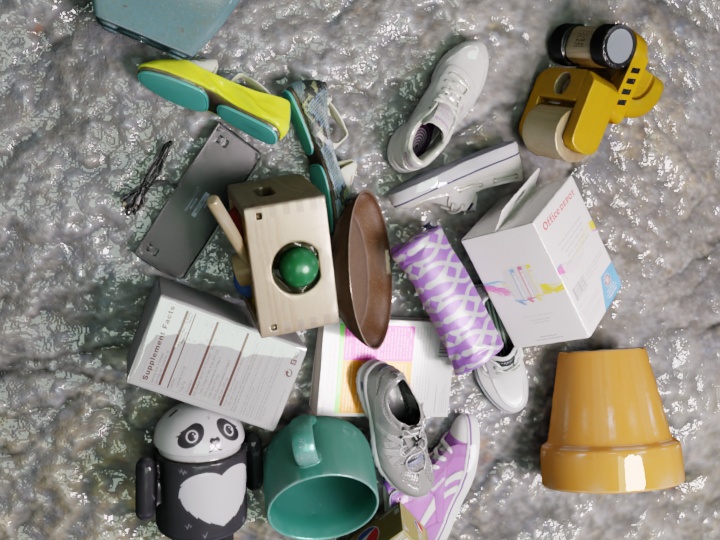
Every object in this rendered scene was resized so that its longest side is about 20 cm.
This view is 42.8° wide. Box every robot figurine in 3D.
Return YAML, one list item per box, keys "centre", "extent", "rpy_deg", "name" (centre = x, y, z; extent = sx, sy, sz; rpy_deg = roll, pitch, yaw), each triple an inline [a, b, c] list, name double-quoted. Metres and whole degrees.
- centre: [-0.206, 0.270, 1.187]
  extent: [0.122, 0.150, 0.205]
  rpy_deg: [3, 101, 15]
  name: "robot figurine"

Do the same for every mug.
- centre: [-0.050, 0.255, 1.210]
  extent: [0.149, 0.116, 0.187]
  rpy_deg: [12, 130, -21]
  name: "mug"

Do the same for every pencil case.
- centre: [0.113, 0.040, 1.235]
  extent: [0.083, 0.085, 0.203]
  rpy_deg: [-28, 90, -49]
  name: "pencil case"

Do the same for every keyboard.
- centre: [-0.226, -0.099, 1.175]
  extent: [0.126, 0.021, 0.202]
  rpy_deg: [34, 88, -24]
  name: "keyboard"

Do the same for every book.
- centre: [0.034, 0.132, 1.272]
  extent: [0.195, 0.048, 0.137]
  rpy_deg: [5, 97, -18]
  name: "book"

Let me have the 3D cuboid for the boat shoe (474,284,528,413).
- centre: [0.193, 0.120, 1.300]
  extent: [0.073, 0.067, 0.203]
  rpy_deg: [-28, 105, -8]
  name: "boat shoe"

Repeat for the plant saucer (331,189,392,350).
- centre: [0.000, 0.000, 1.180]
  extent: [0.036, 0.200, 0.205]
  rpy_deg: [-4, 103, 17]
  name: "plant saucer"

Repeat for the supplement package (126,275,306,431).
- centre: [-0.186, 0.104, 1.169]
  extent: [0.197, 0.117, 0.119]
  rpy_deg: [22, 96, -17]
  name: "supplement package"

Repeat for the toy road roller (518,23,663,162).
- centre: [0.323, -0.233, 1.250]
  extent: [0.144, 0.123, 0.204]
  rpy_deg: [23, 93, -29]
  name: "toy road roller"

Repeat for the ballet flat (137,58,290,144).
- centre: [-0.176, -0.224, 1.144]
  extent: [0.197, 0.067, 0.068]
  rpy_deg: [24, 69, -5]
  name: "ballet flat"

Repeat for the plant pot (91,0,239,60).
- centre: [-0.214, -0.354, 1.042]
  extent: [0.192, 0.196, 0.204]
  rpy_deg: [18, 95, -17]
  name: "plant pot"

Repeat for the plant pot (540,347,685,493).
- centre: [0.350, 0.206, 1.304]
  extent: [0.195, 0.200, 0.188]
  rpy_deg: [-3, 85, -14]
  name: "plant pot"

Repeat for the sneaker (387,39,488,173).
- centre: [0.115, -0.212, 1.206]
  extent: [0.074, 0.100, 0.202]
  rpy_deg: [33, 89, -15]
  name: "sneaker"

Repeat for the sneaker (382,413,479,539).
- centre: [0.095, 0.290, 1.302]
  extent: [0.112, 0.073, 0.205]
  rpy_deg: [18, 94, -14]
  name: "sneaker"

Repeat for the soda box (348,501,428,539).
- centre: [0.001, 0.415, 1.272]
  extent: [0.199, 0.068, 0.064]
  rpy_deg: [-40, 107, 12]
  name: "soda box"

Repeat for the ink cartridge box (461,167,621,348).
- centre: [0.240, -0.021, 1.236]
  extent: [0.128, 0.124, 0.203]
  rpy_deg: [-43, 110, -42]
  name: "ink cartridge box"

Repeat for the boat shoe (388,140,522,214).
- centre: [0.134, -0.112, 1.247]
  extent: [0.197, 0.071, 0.071]
  rpy_deg: [-23, 102, -17]
  name: "boat shoe"

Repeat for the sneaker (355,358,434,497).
- centre: [0.055, 0.218, 1.220]
  extent: [0.074, 0.081, 0.203]
  rpy_deg: [-32, 108, -29]
  name: "sneaker"

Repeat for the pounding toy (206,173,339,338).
- centre: [-0.113, -0.027, 1.114]
  extent: [0.139, 0.200, 0.188]
  rpy_deg: [-10, 107, -12]
  name: "pounding toy"

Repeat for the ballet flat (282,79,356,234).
- centre: [-0.040, -0.150, 1.192]
  extent: [0.073, 0.074, 0.204]
  rpy_deg: [-19, 106, -11]
  name: "ballet flat"
